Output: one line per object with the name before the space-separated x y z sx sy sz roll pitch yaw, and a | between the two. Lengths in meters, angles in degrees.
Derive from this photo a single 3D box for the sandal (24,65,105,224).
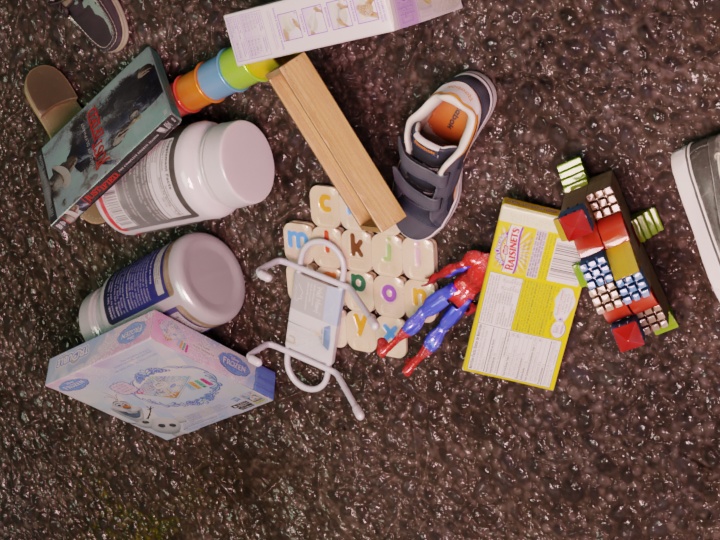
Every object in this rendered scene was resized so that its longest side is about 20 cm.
sandal | -0.359 -0.150 1.855 0.212 0.077 0.070 64 159 5

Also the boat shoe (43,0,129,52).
boat shoe | -0.353 -0.339 1.763 0.072 0.065 0.200 -36 87 36

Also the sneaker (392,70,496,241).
sneaker | 0.072 -0.114 1.555 0.078 0.079 0.200 30 119 17

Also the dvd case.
dvd case | -0.296 -0.154 1.730 0.200 0.022 0.146 -41 41 16

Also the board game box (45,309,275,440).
board game box | -0.243 0.132 1.807 0.200 0.199 0.044 -23 51 36

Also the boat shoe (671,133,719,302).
boat shoe | 0.359 -0.032 1.408 0.064 0.071 0.201 -21 94 38

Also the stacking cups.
stacking cups | -0.155 -0.217 1.686 0.200 0.060 0.061 -24 94 40

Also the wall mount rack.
wall mount rack | -0.045 0.073 1.694 0.173 0.075 0.201 22 120 25

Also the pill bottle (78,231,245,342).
pill bottle | -0.245 0.038 1.805 0.200 0.116 0.116 -24 94 37

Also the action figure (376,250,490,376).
action figure | 0.100 0.031 1.611 0.065 0.052 0.200 40 118 -11

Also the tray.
tray | -0.027 -0.134 1.576 0.200 0.037 0.099 59 172 -9

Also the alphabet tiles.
alphabet tiles | 0.000 0.000 1.692 0.199 0.015 0.196 8 112 31

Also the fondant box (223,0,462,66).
fondant box | -0.018 -0.265 1.521 0.199 0.144 0.058 -8 103 35

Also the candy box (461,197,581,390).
candy box | 0.177 0.027 1.558 0.102 0.026 0.201 14 117 5

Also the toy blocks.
toy blocks | 0.246 -0.005 1.435 0.100 0.137 0.201 -22 101 17

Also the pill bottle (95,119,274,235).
pill bottle | -0.204 -0.110 1.723 0.199 0.114 0.114 -9 103 35
